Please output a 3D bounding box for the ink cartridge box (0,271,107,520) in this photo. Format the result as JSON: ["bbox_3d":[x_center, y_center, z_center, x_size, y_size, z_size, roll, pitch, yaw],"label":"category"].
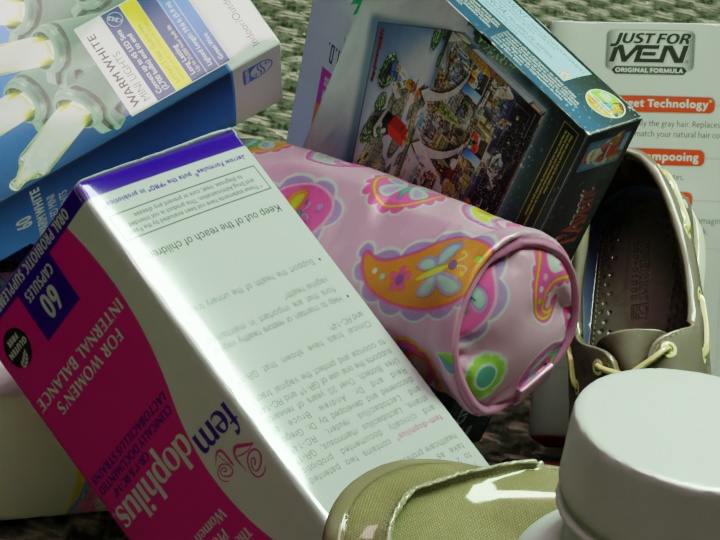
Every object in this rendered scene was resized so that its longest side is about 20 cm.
[{"bbox_3d":[-0.155,0.054,1.238,0.200,0.067,0.117,-4,29,-26],"label":"ink cartridge box"}]

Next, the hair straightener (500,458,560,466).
[{"bbox_3d":[0.135,0.108,1.255,0.199,0.041,0.077,9,25,-11],"label":"hair straightener"}]

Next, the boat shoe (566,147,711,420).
[{"bbox_3d":[0.122,0.039,1.210,0.072,0.060,0.200,-9,56,17],"label":"boat shoe"}]

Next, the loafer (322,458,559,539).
[{"bbox_3d":[0.064,0.106,1.066,0.067,0.076,0.200,-8,-3,42],"label":"loafer"}]

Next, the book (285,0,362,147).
[{"bbox_3d":[0.010,-0.048,1.353,0.048,0.200,0.134,-3,28,-26],"label":"book"}]

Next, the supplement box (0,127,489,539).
[{"bbox_3d":[-0.049,0.057,1.137,0.103,0.101,0.200,-24,70,-48],"label":"supplement box"}]

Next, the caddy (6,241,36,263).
[{"bbox_3d":[-0.155,-0.037,1.345,0.141,0.105,0.200,-6,-2,-10],"label":"caddy"}]

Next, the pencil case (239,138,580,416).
[{"bbox_3d":[0.000,0.000,1.208,0.200,0.088,0.087,18,25,42],"label":"pencil case"}]

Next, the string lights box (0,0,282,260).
[{"bbox_3d":[-0.145,-0.077,1.225,0.200,0.059,0.103,-31,71,-13],"label":"string lights box"}]

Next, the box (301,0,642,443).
[{"bbox_3d":[0.034,-0.032,1.250,0.038,0.200,0.137,-18,54,-42],"label":"box"}]

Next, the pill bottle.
[{"bbox_3d":[0.101,0.143,0.988,0.114,0.200,0.114,8,25,-4],"label":"pill bottle"}]

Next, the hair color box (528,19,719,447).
[{"bbox_3d":[0.136,-0.015,1.315,0.101,0.201,0.061,2,-8,12],"label":"hair color box"}]
